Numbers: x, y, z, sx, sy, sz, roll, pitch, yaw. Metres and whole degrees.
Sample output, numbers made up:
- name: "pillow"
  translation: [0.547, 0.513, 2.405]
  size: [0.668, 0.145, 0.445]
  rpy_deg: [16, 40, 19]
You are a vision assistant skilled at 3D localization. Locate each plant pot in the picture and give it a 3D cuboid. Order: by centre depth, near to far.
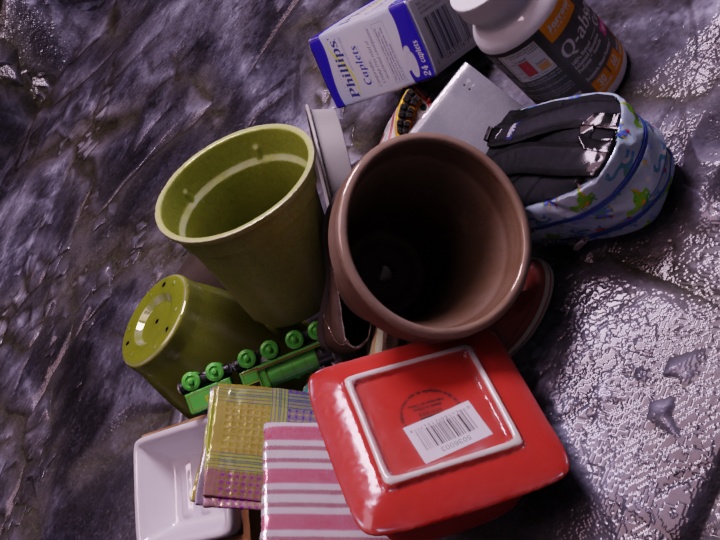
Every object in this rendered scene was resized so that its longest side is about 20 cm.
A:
- name: "plant pot"
  translation: [0.049, -0.014, 0.983]
  size: [0.201, 0.199, 0.175]
  rpy_deg: [-69, 9, -20]
- name: "plant pot"
  translation: [-0.113, -0.039, 1.157]
  size: [0.199, 0.185, 0.201]
  rpy_deg: [-16, 39, 13]
- name: "plant pot"
  translation: [-0.193, 0.106, 1.248]
  size: [0.200, 0.193, 0.201]
  rpy_deg: [-31, 41, 31]

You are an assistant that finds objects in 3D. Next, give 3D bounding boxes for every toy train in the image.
- name: "toy train"
  translation: [-0.118, 0.116, 1.148]
  size: [0.199, 0.057, 0.042]
  rpy_deg: [-21, -5, -2]

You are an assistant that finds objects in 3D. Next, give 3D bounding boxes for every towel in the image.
- name: "towel"
  translation: [-0.031, 0.241, 0.996]
  size: [0.201, 0.145, 0.030]
  rpy_deg: [-94, 12, -45]
- name: "towel"
  translation: [-0.078, 0.197, 1.058]
  size: [0.023, 0.198, 0.144]
  rpy_deg: [105, 169, -55]

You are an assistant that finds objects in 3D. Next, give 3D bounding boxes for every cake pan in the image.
- name: "cake pan"
  translation: [-0.029, -0.109, 1.202]
  size: [0.036, 0.201, 0.201]
  rpy_deg: [-13, 41, -2]

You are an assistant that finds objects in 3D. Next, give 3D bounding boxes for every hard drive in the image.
- name: "hard drive"
  translation: [0.113, -0.120, 1.132]
  size: [0.200, 0.139, 0.033]
  rpy_deg: [-51, -10, 5]

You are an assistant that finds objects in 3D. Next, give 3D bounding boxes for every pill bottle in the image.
- name: "pill bottle"
  translation: [0.197, -0.265, 1.077]
  size: [0.116, 0.200, 0.117]
  rpy_deg: [-31, 41, 32]

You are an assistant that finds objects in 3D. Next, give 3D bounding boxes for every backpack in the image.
- name: "backpack"
  translation: [0.216, -0.103, 0.986]
  size: [0.164, 0.153, 0.200]
  rpy_deg: [-64, 13, -21]

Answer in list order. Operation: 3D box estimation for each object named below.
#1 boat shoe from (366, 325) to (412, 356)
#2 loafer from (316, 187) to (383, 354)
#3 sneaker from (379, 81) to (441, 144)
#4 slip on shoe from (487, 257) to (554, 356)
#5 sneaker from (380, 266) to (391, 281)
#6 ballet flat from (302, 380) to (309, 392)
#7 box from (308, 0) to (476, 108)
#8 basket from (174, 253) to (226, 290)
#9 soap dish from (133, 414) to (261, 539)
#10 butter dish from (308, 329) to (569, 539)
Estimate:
- name: "boat shoe"
  translation: [0.033, 0.121, 1.081]
  size: [0.076, 0.071, 0.201]
  rpy_deg: [-46, 25, 39]
- name: "loafer"
  translation: [0.000, 0.000, 1.098]
  size: [0.071, 0.073, 0.202]
  rpy_deg: [15, 103, 62]
- name: "sneaker"
  translation: [0.055, -0.146, 1.282]
  size: [0.201, 0.077, 0.082]
  rpy_deg: [-64, 7, -4]
- name: "slip on shoe"
  translation: [0.124, 0.062, 1.007]
  size: [0.200, 0.061, 0.074]
  rpy_deg: [-46, 33, 0]
- name: "sneaker"
  translation: [0.053, -0.074, 1.197]
  size: [0.077, 0.082, 0.201]
  rpy_deg: [6, 66, 53]
- name: "ballet flat"
  translation: [-0.051, 0.213, 1.111]
  size: [0.070, 0.067, 0.201]
  rpy_deg: [128, 156, -52]
- name: "box"
  translation: [0.063, -0.323, 1.316]
  size: [0.199, 0.105, 0.184]
  rpy_deg: [-8, 26, 48]
- name: "basket"
  translation: [-0.166, -0.015, 1.375]
  size: [0.200, 0.136, 0.181]
  rpy_deg: [-40, 55, 28]
- name: "soap dish"
  translation: [-0.191, 0.261, 1.179]
  size: [0.199, 0.081, 0.159]
  rpy_deg: [-22, 67, 38]
- name: "butter dish"
  translation: [0.068, 0.178, 0.919]
  size: [0.199, 0.149, 0.200]
  rpy_deg: [-14, 42, -11]
